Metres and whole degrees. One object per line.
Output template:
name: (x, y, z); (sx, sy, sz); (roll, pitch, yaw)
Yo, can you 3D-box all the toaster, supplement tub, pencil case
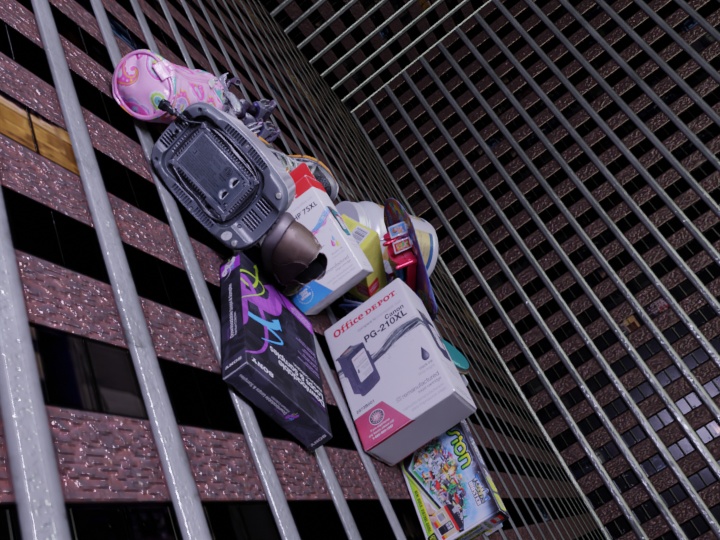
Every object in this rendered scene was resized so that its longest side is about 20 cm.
toaster: (-0.167, -0.122, 0.794); (0.200, 0.114, 0.129); (45, 8, -3)
supplement tub: (0.037, -0.049, 1.230); (0.197, 0.145, 0.146); (13, 37, -37)
pencil case: (-0.247, -0.237, 0.849); (0.088, 0.087, 0.200); (54, 12, -4)

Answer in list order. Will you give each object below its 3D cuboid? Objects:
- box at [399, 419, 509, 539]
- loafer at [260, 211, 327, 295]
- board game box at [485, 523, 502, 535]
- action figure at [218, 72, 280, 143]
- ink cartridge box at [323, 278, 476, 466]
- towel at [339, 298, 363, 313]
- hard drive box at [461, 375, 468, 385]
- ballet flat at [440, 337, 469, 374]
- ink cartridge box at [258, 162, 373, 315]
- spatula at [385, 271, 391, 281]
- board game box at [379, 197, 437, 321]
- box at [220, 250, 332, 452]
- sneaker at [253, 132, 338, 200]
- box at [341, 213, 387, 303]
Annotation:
box: (0.113, 0.269, 0.878); (0.035, 0.109, 0.202); (43, 16, -41)
loafer: (-0.080, -0.002, 0.794); (0.070, 0.074, 0.200); (33, -12, 6)
board game box: (0.176, 0.342, 1.126); (0.135, 0.034, 0.201); (50, 13, -26)
action figure: (-0.216, -0.293, 1.172); (0.132, 0.068, 0.199); (67, 17, 8)
ink cartridge box: (0.048, 0.136, 0.884); (0.084, 0.144, 0.202); (42, 18, -47)
towel: (0.060, 0.126, 1.093); (0.144, 0.024, 0.200); (9, -34, 54)
hard drive box: (0.117, 0.145, 1.262); (0.202, 0.076, 0.156); (55, 3, -5)
ballet flat: (0.105, 0.133, 1.156); (0.199, 0.071, 0.071); (38, 13, -5)
ink cartridge box: (-0.083, -0.051, 0.931); (0.202, 0.115, 0.067); (57, 12, 11)
spatula: (0.015, 0.022, 1.155); (0.056, 0.021, 0.200); (40, -24, 4)
board game box: (0.059, -0.010, 1.002); (0.158, 0.038, 0.204); (-155, -133, -75)
box: (-0.096, 0.083, 0.710); (0.143, 0.036, 0.202); (48, 15, -34)
sneaker: (-0.127, -0.154, 1.037); (0.196, 0.079, 0.078); (20, 22, -16)
box: (0.000, 0.000, 1.049); (0.074, 0.050, 0.202); (29, -26, 25)
